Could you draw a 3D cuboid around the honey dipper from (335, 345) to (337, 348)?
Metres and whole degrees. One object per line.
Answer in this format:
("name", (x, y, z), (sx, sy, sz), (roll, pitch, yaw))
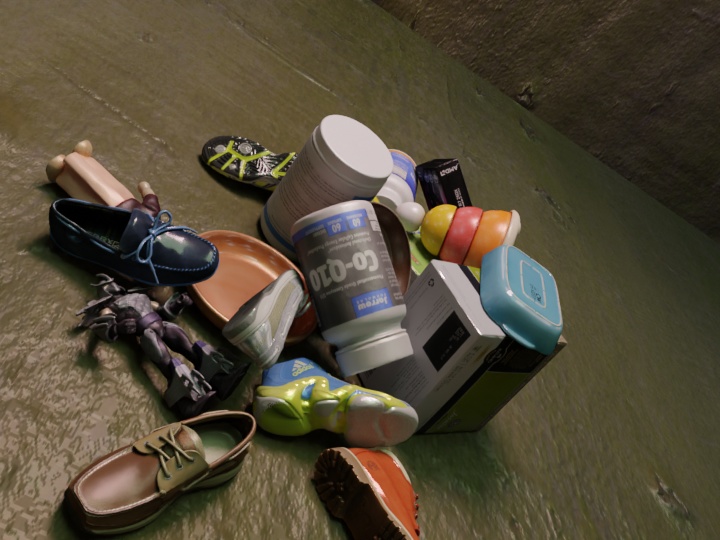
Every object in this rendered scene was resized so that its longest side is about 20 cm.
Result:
("honey dipper", (0.048, 0.071, 1.056), (0.199, 0.038, 0.038), (-22, 61, -36))

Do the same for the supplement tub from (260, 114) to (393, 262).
("supplement tub", (-0.055, -0.117, 1.094), (0.131, 0.200, 0.133), (24, 40, -22))

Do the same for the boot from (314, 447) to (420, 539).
("boot", (0.040, 0.276, 0.786), (0.107, 0.075, 0.201), (10, 38, -48))

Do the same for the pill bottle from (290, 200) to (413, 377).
("pill bottle", (-0.008, 0.024, 0.913), (0.113, 0.113, 0.202), (-9, 78, -53))

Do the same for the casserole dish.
("casserole dish", (0.217, 0.029, 0.957), (0.121, 0.039, 0.200), (34, 29, -8))

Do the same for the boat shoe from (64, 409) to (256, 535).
("boat shoe", (-0.177, 0.174, 0.676), (0.076, 0.074, 0.199), (48, 30, 18))

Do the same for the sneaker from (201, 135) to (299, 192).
("sneaker", (-0.165, -0.162, 1.193), (0.198, 0.076, 0.076), (16, 67, -8))

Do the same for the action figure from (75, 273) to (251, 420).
("action figure", (-0.220, 0.069, 0.789), (0.200, 0.070, 0.130), (41, 33, 11))

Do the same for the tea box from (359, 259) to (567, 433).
("tea box", (0.134, 0.111, 0.992), (0.195, 0.200, 0.134), (11, 38, -42))

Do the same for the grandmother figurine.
("grandmother figurine", (-0.300, -0.073, 0.904), (0.199, 0.061, 0.121), (38, 60, 7))

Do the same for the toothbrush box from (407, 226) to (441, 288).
("toothbrush box", (0.109, 0.003, 1.239), (0.199, 0.086, 0.146), (-8, 53, -52))

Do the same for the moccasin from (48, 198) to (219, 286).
("moccasin", (-0.261, -0.032, 0.826), (0.198, 0.068, 0.081), (9, 56, -5))

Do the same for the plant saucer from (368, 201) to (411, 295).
("plant saucer", (0.000, 0.000, 1.057), (0.034, 0.203, 0.199), (9, 6, 41))

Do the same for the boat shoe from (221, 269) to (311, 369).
("boat shoe", (-0.102, 0.054, 0.856), (0.065, 0.074, 0.202), (53, 13, -7))

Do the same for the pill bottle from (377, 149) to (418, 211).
("pill bottle", (0.048, -0.142, 1.352), (0.112, 0.112, 0.201), (33, 29, -9))

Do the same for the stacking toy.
("stacking toy", (0.149, -0.062, 1.186), (0.198, 0.147, 0.146), (23, 29, 3))

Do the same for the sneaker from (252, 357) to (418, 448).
("sneaker", (-0.030, 0.146, 0.860), (0.198, 0.076, 0.105), (12, 29, -17))

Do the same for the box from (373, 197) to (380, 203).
("box", (-0.036, -0.115, 1.211), (0.048, 0.118, 0.201), (-1, 47, -38))

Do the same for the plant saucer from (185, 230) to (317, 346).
("plant saucer", (-0.148, 0.028, 0.961), (0.199, 0.038, 0.201), (27, 31, -18))

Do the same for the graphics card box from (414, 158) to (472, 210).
("graphics card box", (0.170, -0.108, 1.354), (0.125, 0.050, 0.202), (-145, -145, -74))
